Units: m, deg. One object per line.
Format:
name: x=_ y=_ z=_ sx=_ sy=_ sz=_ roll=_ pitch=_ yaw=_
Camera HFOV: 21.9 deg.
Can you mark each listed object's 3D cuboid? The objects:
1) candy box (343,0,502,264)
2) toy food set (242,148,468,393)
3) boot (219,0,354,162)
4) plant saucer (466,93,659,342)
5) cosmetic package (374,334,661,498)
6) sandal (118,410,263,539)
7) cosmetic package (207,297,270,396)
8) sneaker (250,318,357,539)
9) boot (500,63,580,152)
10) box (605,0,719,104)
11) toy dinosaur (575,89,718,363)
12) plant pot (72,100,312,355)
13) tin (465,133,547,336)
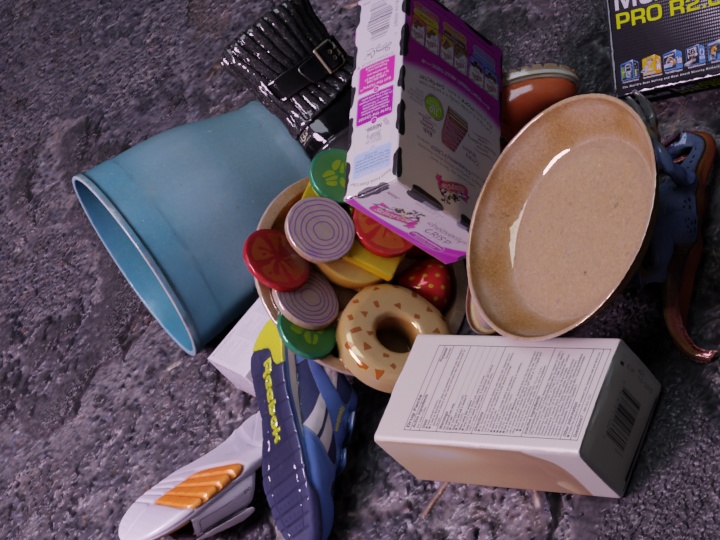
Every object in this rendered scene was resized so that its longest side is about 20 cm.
candy box: x=0.055 y=-0.124 z=1.563 sx=0.061 sy=0.136 sz=0.200 roll=-20 pitch=53 yaw=36
toy food set: x=0.000 y=0.000 z=1.570 sx=0.200 sy=0.198 sz=0.049 roll=-68 pitch=8 yaw=-30
boot: x=-0.012 y=-0.189 z=1.720 sx=0.211 sy=0.158 sz=0.079 roll=-32 pitch=-12 yaw=-40
plant saucer: x=0.162 y=-0.037 z=1.429 sx=0.200 sy=0.035 sz=0.200 roll=-30 pitch=50 yaw=42
cosmetic package: x=0.120 y=0.110 z=1.440 sx=0.200 sy=0.071 sz=0.105 roll=1 pitch=57 yaw=43
sandal: x=-0.109 y=0.185 z=1.595 sx=0.207 sy=0.059 sz=0.079 roll=-35 pitch=22 yaw=-23
cosmetic package: x=-0.042 y=0.026 z=1.670 sx=0.200 sy=0.051 sz=0.083 roll=-50 pitch=29 yaw=-12
sneaker: x=-0.037 y=0.135 z=1.555 sx=0.074 sy=0.082 sz=0.200 roll=-33 pitch=56 yaw=52
boot: x=0.116 y=-0.103 z=1.657 sx=0.200 sy=0.075 sz=0.107 roll=-30 pitch=55 yaw=15
box: x=0.301 y=-0.237 z=1.563 sx=0.200 sy=0.044 sz=0.160 roll=-9 pitch=81 yaw=36
toy dinosaur: x=0.244 y=-0.038 z=1.490 sx=0.181 sy=0.200 sz=0.105 roll=-36 pitch=-2 yaw=-34
plant pot: x=-0.136 y=-0.054 z=1.745 sx=0.188 sy=0.200 sz=0.200 roll=-35 pitch=36 yaw=-13
tin: x=0.137 y=-0.030 z=1.550 sx=0.112 sy=0.042 sz=0.200 roll=-31 pitch=41 yaw=47
